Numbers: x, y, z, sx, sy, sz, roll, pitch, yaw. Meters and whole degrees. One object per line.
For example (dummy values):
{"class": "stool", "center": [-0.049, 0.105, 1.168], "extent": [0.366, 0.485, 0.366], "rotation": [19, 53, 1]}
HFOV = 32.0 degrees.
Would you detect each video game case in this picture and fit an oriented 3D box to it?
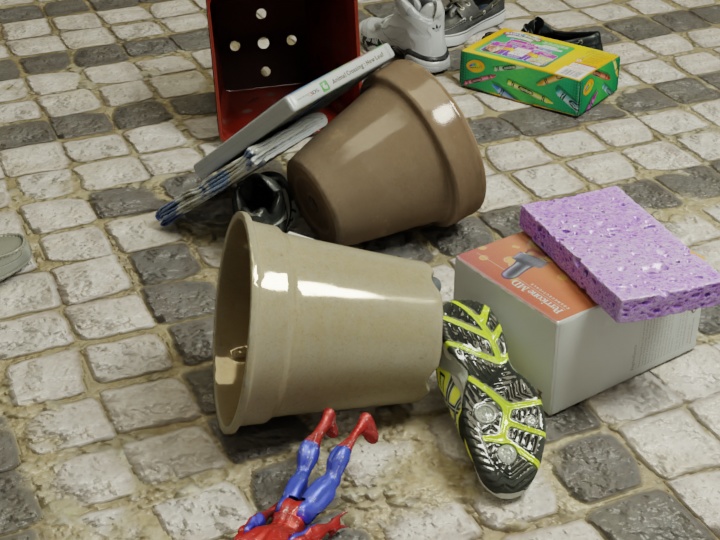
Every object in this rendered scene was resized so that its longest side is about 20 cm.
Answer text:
{"class": "video game case", "center": [-0.077, -0.182, 1.439], "extent": [0.182, 0.022, 0.200], "rotation": [-36, 6, -42]}

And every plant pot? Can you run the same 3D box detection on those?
{"class": "plant pot", "center": [-0.118, -0.302, 1.732], "extent": [0.200, 0.200, 0.176], "rotation": [-8, 21, -13]}
{"class": "plant pot", "center": [0.015, -0.116, 1.426], "extent": [0.175, 0.200, 0.200], "rotation": [-29, 39, -18]}
{"class": "plant pot", "center": [-0.029, 0.053, 1.151], "extent": [0.183, 0.201, 0.200], "rotation": [4, 29, -15]}

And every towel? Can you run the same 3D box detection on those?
{"class": "towel", "center": [-0.140, -0.119, 1.463], "extent": [0.200, 0.024, 0.147], "rotation": [-27, 7, 43]}

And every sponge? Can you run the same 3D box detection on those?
{"class": "sponge", "center": [0.243, -0.019, 1.188], "extent": [0.111, 0.030, 0.200], "rotation": [-10, 32, -17]}

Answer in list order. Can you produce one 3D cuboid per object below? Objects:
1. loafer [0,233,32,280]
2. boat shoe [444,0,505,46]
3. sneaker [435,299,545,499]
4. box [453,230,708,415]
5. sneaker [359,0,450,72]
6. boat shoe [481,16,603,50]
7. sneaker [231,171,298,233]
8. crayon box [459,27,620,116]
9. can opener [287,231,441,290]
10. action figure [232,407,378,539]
{"class": "loafer", "center": [-0.458, -0.013, 1.358], "extent": [0.200, 0.070, 0.070], "rotation": [-14, 33, -21]}
{"class": "boat shoe", "center": [0.167, -0.414, 2.021], "extent": [0.200, 0.066, 0.070], "rotation": [-27, 40, -37]}
{"class": "sneaker", "center": [0.114, 0.121, 1.131], "extent": [0.075, 0.076, 0.200], "rotation": [-3, 49, -10]}
{"class": "box", "center": [0.214, 0.031, 1.238], "extent": [0.200, 0.106, 0.152], "rotation": [-20, 36, -30]}
{"class": "sneaker", "center": [0.067, -0.384, 1.925], "extent": [0.075, 0.115, 0.200], "rotation": [-19, 36, -29]}
{"class": "boat shoe", "center": [0.277, -0.353, 1.917], "extent": [0.199, 0.066, 0.074], "rotation": [19, 36, 29]}
{"class": "sneaker", "center": [-0.109, -0.080, 1.442], "extent": [0.066, 0.091, 0.200], "rotation": [-1, 31, 3]}
{"class": "crayon box", "center": [0.259, -0.290, 1.821], "extent": [0.200, 0.058, 0.119], "rotation": [21, 37, 32]}
{"class": "can opener", "center": [0.000, 0.000, 1.345], "extent": [0.200, 0.053, 0.066], "rotation": [20, 36, 30]}
{"class": "action figure", "center": [-0.049, 0.194, 1.027], "extent": [0.065, 0.052, 0.200], "rotation": [9, 37, 26]}
